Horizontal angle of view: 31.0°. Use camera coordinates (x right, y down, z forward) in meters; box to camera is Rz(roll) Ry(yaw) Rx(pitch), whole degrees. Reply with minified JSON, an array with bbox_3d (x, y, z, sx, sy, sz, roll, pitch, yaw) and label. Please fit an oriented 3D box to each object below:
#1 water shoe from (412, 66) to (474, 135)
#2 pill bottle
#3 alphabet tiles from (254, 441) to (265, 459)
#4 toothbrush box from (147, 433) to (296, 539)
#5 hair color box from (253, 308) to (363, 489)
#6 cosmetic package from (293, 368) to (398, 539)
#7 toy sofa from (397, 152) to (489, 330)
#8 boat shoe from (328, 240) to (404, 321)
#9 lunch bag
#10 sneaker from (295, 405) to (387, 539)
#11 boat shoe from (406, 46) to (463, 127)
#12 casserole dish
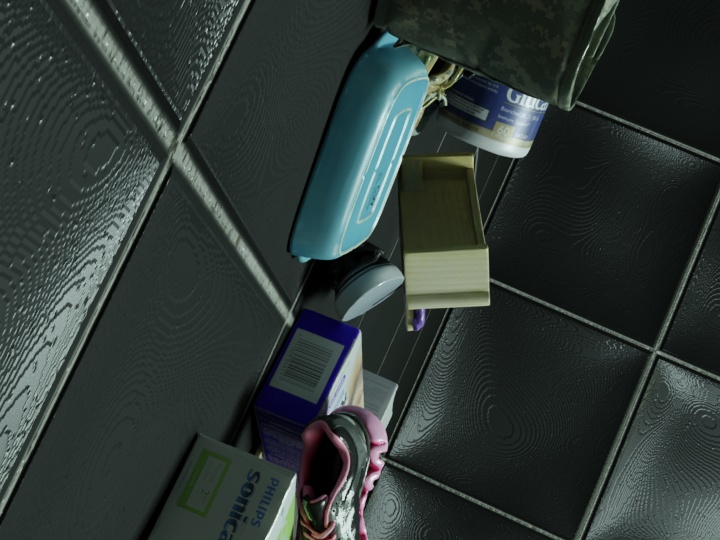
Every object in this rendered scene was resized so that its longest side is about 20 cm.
[{"bbox_3d":[0.095,-0.208,1.180,0.071,0.079,0.201,-37,149,-74],"label":"water shoe"},{"bbox_3d":[0.167,-0.235,1.419,0.111,0.111,0.201,-43,154,-72],"label":"pill bottle"},{"bbox_3d":[-0.100,0.217,1.325,0.200,0.015,0.196,-57,165,-51],"label":"alphabet tiles"},{"bbox_3d":[-0.116,0.238,1.015,0.200,0.086,0.146,100,13,-63],"label":"toothbrush box"},{"bbox_3d":[-0.044,0.135,1.233,0.200,0.065,0.110,90,24,-61],"label":"hair color box"},{"bbox_3d":[-0.036,0.208,1.376,0.113,0.081,0.201,94,18,-67],"label":"cosmetic package"},{"bbox_3d":[0.081,-0.031,1.292,0.200,0.082,0.098,-91,178,-57],"label":"toy sofa"},{"bbox_3d":[0.000,0.000,1.208,0.070,0.066,0.200,-35,176,6],"label":"boat shoe"},{"bbox_3d":[0.113,-0.231,0.920,0.118,0.163,0.201,-43,156,-64],"label":"lunch bag"},{"bbox_3d":[-0.030,0.213,1.092,0.095,0.079,0.201,20,72,-69],"label":"sneaker"},{"bbox_3d":[0.059,-0.183,1.066,0.200,0.062,0.073,104,12,-50],"label":"boat shoe"},{"bbox_3d":[0.003,-0.089,1.017,0.121,0.039,0.201,-34,148,-65],"label":"casserole dish"}]
